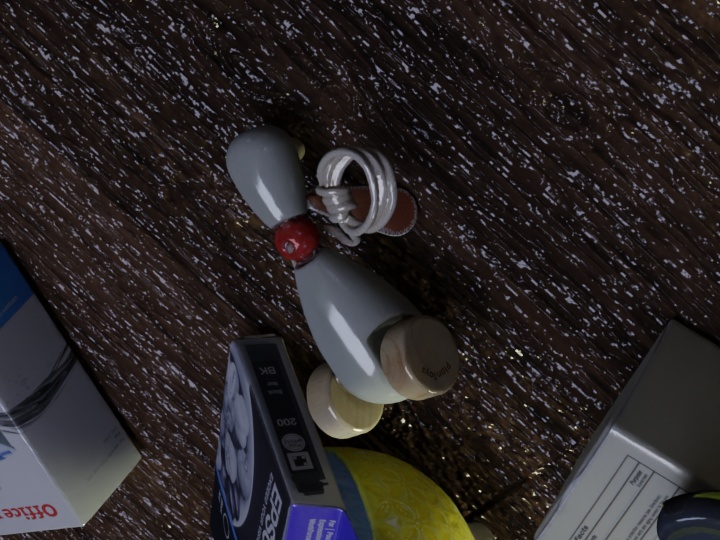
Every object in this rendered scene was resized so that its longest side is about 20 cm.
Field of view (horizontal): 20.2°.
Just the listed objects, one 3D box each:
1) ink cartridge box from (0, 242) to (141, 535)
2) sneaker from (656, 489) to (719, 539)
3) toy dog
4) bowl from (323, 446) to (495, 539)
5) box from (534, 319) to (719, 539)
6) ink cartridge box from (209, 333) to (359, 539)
[{"bbox_3d":[-0.276,0.091,1.466,0.146,0.086,0.200,-12,117,39],"label":"ink cartridge box"},{"bbox_3d":[0.222,0.201,1.084,0.074,0.081,0.200,-25,109,41],"label":"sneaker"},{"bbox_3d":[0.000,0.000,1.229,0.132,0.096,0.200,1,111,35],"label":"toy dog"},{"bbox_3d":[0.033,0.211,1.336,0.108,0.200,0.200,-4,138,-19],"label":"bowl"},{"bbox_3d":[0.223,0.145,1.174,0.200,0.109,0.128,32,136,6],"label":"box"},{"bbox_3d":[-0.052,0.180,1.338,0.043,0.200,0.198,-7,136,-18],"label":"ink cartridge box"}]
